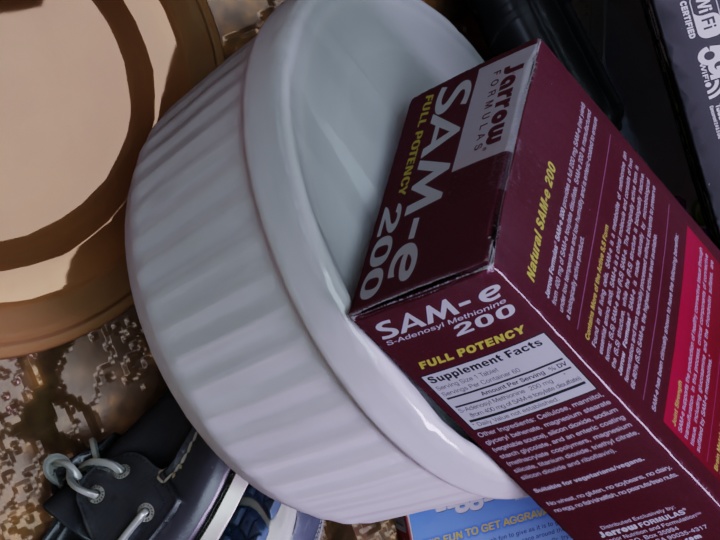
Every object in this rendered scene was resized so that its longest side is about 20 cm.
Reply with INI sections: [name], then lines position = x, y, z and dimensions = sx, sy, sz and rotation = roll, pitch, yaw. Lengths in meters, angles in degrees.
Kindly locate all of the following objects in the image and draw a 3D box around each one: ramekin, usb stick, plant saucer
[ramekin]
position = 0.000, 0.000, 0.711
dimensions = 0.094, 0.202, 0.203
rotation = -26, 104, 29
[usb stick]
position = 0.047, -0.135, 0.760
dimensions = 0.033, 0.055, 0.200
rotation = -24, 82, -9
[plant saucer]
position = -0.144, -0.064, 0.734
dimensions = 0.200, 0.037, 0.201
rotation = -1, 92, -18

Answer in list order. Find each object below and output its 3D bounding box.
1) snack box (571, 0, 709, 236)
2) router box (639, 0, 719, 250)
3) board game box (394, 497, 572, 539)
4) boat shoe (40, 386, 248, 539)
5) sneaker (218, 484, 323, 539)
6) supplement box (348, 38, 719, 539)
[snack box]
position = 0.165, -0.071, 0.821
dimensions = 0.168, 0.068, 0.200
rotation = 1, 90, -17
[router box]
position = 0.188, -0.066, 0.688
dimensions = 0.150, 0.062, 0.200
rotation = -19, 131, 8
[board game box]
position = 0.115, 0.113, 0.837
dimensions = 0.200, 0.019, 0.103
rotation = -12, 97, -18
[boat shoe]
position = -0.095, 0.096, 0.738
dimensions = 0.063, 0.073, 0.200
rotation = 30, 86, -19
[sneaker]
position = -0.043, 0.168, 0.766
dimensions = 0.085, 0.077, 0.200
rotation = 15, 95, -28
[supplement box]
position = 0.088, 0.031, 0.663
dimensions = 0.200, 0.061, 0.109
rotation = 46, 40, -28
